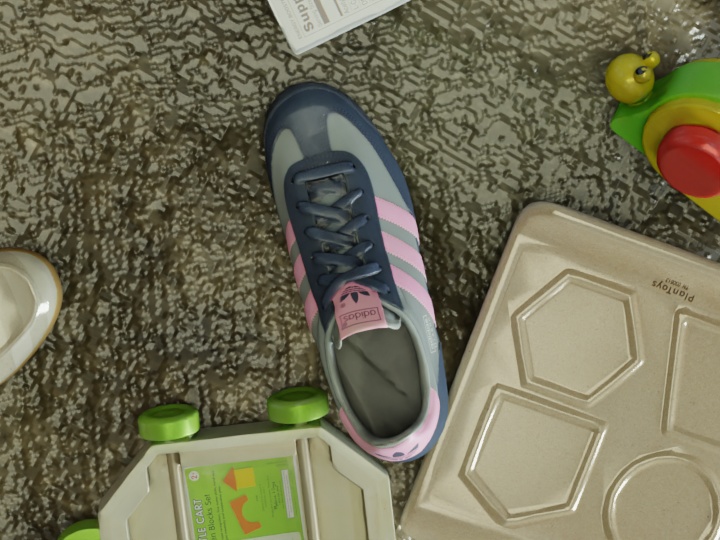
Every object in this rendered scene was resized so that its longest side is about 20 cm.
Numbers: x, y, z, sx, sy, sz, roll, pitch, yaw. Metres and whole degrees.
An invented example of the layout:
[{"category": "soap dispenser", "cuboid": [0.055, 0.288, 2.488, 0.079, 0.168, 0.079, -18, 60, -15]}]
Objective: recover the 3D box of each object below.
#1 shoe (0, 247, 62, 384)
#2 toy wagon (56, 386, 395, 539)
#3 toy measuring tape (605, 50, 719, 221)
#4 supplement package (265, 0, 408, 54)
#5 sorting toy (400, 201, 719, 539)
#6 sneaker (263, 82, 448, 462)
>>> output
[{"category": "shoe", "cuboid": [-0.239, 0.057, 1.011, 0.200, 0.053, 0.070, -32, 102, 2]}, {"category": "toy wagon", "cuboid": [-0.081, 0.146, 1.049, 0.199, 0.040, 0.156, -7, 101, -2]}, {"category": "toy measuring tape", "cuboid": [0.210, -0.050, 1.012, 0.200, 0.074, 0.074, 36, 97, -8]}, {"category": "supplement package", "cuboid": [0.031, -0.199, 0.950, 0.199, 0.114, 0.110, -26, 103, 0]}, {"category": "sorting toy", "cuboid": [0.137, 0.079, 1.057, 0.185, 0.036, 0.201, 19, 104, -8]}, {"category": "sneaker", "cuboid": [0.000, 0.000, 0.996, 0.070, 0.082, 0.201, -20, 92, 5]}]
